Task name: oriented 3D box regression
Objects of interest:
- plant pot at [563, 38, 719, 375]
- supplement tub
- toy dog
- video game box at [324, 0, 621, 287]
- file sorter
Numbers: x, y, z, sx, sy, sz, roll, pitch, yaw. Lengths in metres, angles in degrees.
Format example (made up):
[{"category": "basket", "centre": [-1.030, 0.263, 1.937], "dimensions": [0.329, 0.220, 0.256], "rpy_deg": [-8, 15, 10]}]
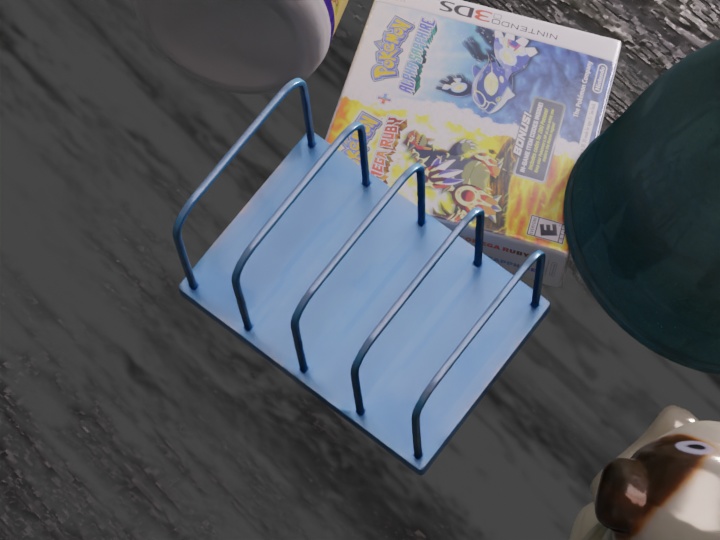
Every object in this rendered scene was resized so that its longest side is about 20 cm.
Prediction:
[{"category": "plant pot", "centre": [0.255, -0.065, 1.231], "dimensions": [0.199, 0.188, 0.201], "rpy_deg": [9, 58, -14]}, {"category": "supplement tub", "centre": [-0.064, -0.240, 1.370], "dimensions": [0.144, 0.146, 0.201], "rpy_deg": [17, 55, 6]}, {"category": "toy dog", "centre": [0.171, 0.161, 1.080], "dimensions": [0.139, 0.201, 0.194], "rpy_deg": [32, 58, 17]}, {"category": "video game box", "centre": [0.074, -0.099, 1.348], "dimensions": [0.181, 0.047, 0.201], "rpy_deg": [13, 55, 6]}, {"category": "file sorter", "centre": [0.000, 0.000, 1.198], "dimensions": [0.200, 0.123, 0.139], "rpy_deg": [36, 76, 14]}]
